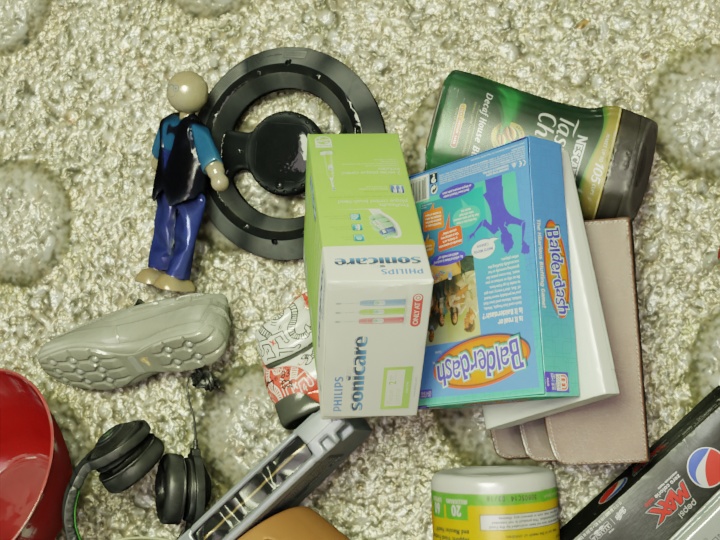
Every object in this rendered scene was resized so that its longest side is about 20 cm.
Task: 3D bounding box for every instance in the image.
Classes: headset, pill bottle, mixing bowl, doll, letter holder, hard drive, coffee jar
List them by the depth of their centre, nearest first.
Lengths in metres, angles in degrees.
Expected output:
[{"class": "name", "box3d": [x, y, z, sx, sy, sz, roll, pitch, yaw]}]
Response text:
[{"class": "hard drive", "box3d": [0.138, 0.018, 0.886, 0.131, 0.026, 0.203, -27, 65, 47]}, {"class": "pill bottle", "box3d": [0.119, 0.274, 0.918, 0.109, 0.111, 0.203, -3, 84, 8]}, {"class": "letter holder", "box3d": [0.171, 0.065, 0.936, 0.140, 0.101, 0.203, -4, 84, 10]}, {"class": "coffee jar", "box3d": [0.162, -0.108, 0.960, 0.197, 0.085, 0.106, 14, 87, 9]}, {"class": "headset", "box3d": [-0.189, 0.180, 0.972, 0.123, 0.094, 0.202, 34, 80, -18]}, {"class": "mixing bowl", "box3d": [-0.341, 0.203, 0.981, 0.197, 0.109, 0.203, -9, 59, 15]}, {"class": "doll", "box3d": [-0.167, -0.084, 1.000, 0.136, 0.048, 0.203, 12, 96, 51]}]

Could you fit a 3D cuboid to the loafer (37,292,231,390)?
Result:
[{"class": "loafer", "box3d": [-0.214, 0.065, 1.018, 0.197, 0.070, 0.070, -9, 42, 15]}]

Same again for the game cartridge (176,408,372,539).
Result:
[{"class": "game cartridge", "box3d": [-0.078, 0.196, 0.944, 0.200, 0.133, 0.041, -43, 73, 1]}]

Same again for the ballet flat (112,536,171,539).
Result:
[{"class": "ballet flat", "box3d": [-0.251, 0.292, 0.994, 0.197, 0.069, 0.071, -9, 83, -9]}]

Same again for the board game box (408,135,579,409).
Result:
[{"class": "board game box", "box3d": [0.102, 0.008, 0.876, 0.151, 0.045, 0.203, -13, 75, 49]}]

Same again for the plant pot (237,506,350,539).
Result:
[{"class": "plant pot", "box3d": [-0.054, 0.300, 0.912, 0.200, 0.200, 0.140, -43, 65, 3]}]

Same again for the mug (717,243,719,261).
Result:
[{"class": "mug", "box3d": [0.403, -0.086, 0.901, 0.175, 0.133, 0.203, 16, 91, 11]}]

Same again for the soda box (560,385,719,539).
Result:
[{"class": "soda box", "box3d": [0.265, 0.190, 0.922, 0.200, 0.071, 0.063, -42, 85, 2]}]

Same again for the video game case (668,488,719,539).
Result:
[{"class": "video game case", "box3d": [0.339, 0.278, 0.894, 0.182, 0.023, 0.200, -45, 102, 2]}]

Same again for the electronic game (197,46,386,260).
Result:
[{"class": "electronic game", "box3d": [-0.070, -0.111, 1.017, 0.197, 0.042, 0.203, 0, 91, 15]}]

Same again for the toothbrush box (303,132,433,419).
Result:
[{"class": "toothbrush box", "box3d": [0.000, 0.000, 0.891, 0.085, 0.201, 0.147, -1, 129, -6]}]

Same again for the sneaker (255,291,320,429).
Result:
[{"class": "sneaker", "box3d": [0.001, 0.058, 0.978, 0.199, 0.067, 0.109, -23, 72, -1]}]
